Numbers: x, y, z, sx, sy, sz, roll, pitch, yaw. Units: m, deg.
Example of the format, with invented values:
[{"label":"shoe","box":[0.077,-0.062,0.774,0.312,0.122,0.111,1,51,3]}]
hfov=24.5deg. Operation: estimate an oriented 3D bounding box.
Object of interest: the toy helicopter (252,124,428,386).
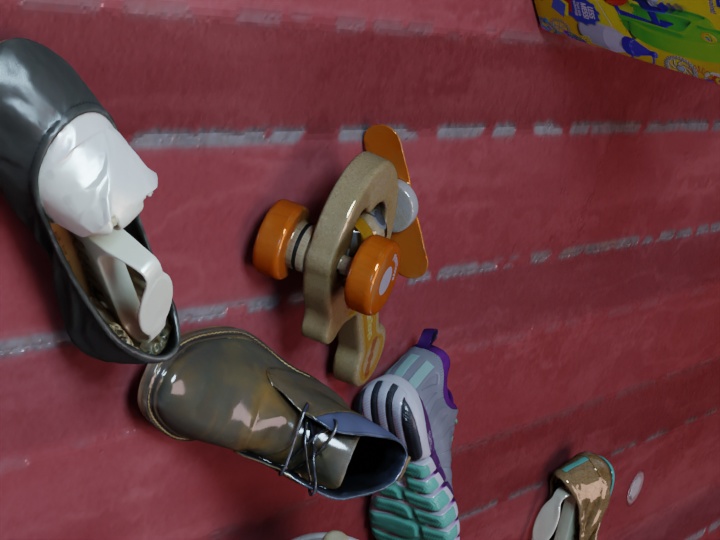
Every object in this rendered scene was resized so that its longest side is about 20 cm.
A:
[{"label":"toy helicopter","box":[0.000,0.000,1.051,0.201,0.078,0.133,88,27,-54]}]

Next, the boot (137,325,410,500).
[{"label":"boot","box":[-0.046,0.086,0.983,0.200,0.096,0.075,21,91,-61]}]

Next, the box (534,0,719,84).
[{"label":"box","box":[0.211,-0.243,1.096,0.122,0.191,0.201,-55,148,-21]}]

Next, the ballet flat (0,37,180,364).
[{"label":"ballet flat","box":[-0.126,-0.027,0.804,0.068,0.068,0.201,-50,146,-28]}]

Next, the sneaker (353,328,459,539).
[{"label":"sneaker","box":[0.052,0.140,1.208,0.088,0.074,0.201,-49,145,-39]}]

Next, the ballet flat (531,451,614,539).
[{"label":"ballet flat","box":[0.184,0.263,1.524,0.072,0.068,0.202,-7,117,-35]}]

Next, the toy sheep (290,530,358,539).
[{"label":"toy sheep","box":[-0.028,0.243,1.084,0.138,0.137,0.201,-38,155,-42]}]
